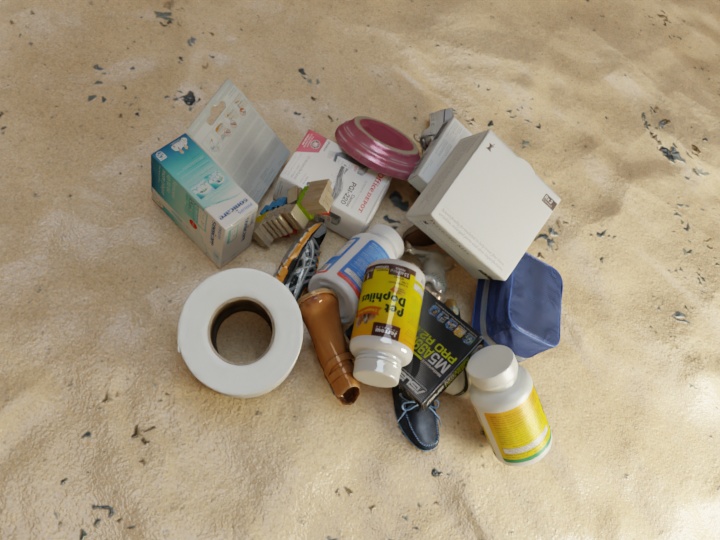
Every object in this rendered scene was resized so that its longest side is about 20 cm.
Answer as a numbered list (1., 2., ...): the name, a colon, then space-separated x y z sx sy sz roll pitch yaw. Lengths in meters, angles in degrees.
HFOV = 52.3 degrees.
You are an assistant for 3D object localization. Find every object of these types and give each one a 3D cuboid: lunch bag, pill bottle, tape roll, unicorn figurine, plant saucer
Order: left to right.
1. tape roll: -0.196 0.108 1.219 0.200 0.139 0.205 1 79 -6
2. pill bottle: 0.000 0.000 1.376 0.112 0.113 0.200 39 51 7
3. plant saucer: 0.045 -0.261 1.519 0.199 0.051 0.201 22 28 -13
4. pill bottle: 0.044 0.090 1.242 0.108 0.109 0.202 16 64 -7
5. unicorn figurine: 0.144 -0.011 1.457 0.136 0.074 0.202 20 60 -15
6. pill bottle: 0.254 0.232 1.271 0.113 0.112 0.201 -43 121 -31
7. lunch bag: 0.297 0.082 1.415 0.135 0.132 0.202 28 56 -20

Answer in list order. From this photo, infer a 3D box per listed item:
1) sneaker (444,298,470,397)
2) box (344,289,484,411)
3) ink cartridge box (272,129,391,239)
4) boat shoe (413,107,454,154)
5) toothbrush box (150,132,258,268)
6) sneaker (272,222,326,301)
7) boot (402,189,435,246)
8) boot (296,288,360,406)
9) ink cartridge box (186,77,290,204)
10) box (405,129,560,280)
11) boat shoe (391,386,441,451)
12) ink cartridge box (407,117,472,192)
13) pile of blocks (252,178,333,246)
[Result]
1. sneaker: 0.171 0.149 1.385 0.087 0.075 0.202 37 43 -30
2. box: 0.096 0.122 1.301 0.160 0.044 0.200 -43 61 -12
3. ink cartridge box: -0.054 -0.169 1.475 0.198 0.085 0.147 29 58 -2
4. boat shoe: 0.159 -0.286 1.603 0.085 0.075 0.203 -5 46 15
5. toothbrush box: -0.289 -0.126 1.347 0.200 0.147 0.085 44 60 9
6. sneaker: -0.110 -0.005 1.381 0.077 0.078 0.201 34 62 -10
7. boot: 0.151 -0.136 1.534 0.198 0.071 0.147 -13 60 -23
8. boot: -0.045 0.131 1.246 0.073 0.201 0.156 -21 59 -1
9. ink cartridge box: -0.241 -0.242 1.421 0.200 0.047 0.161 49 53 -30
10. box: 0.230 -0.119 1.383 0.198 0.131 0.201 39 80 -15
11. boat shoe: 0.091 0.221 1.312 0.083 0.069 0.202 -14 66 -22
12. ink cartridge box: 0.212 -0.184 1.494 0.200 0.047 0.161 40 66 -17
13. pile of blocks: -0.130 -0.106 1.400 0.198 0.062 0.083 -23 40 18
